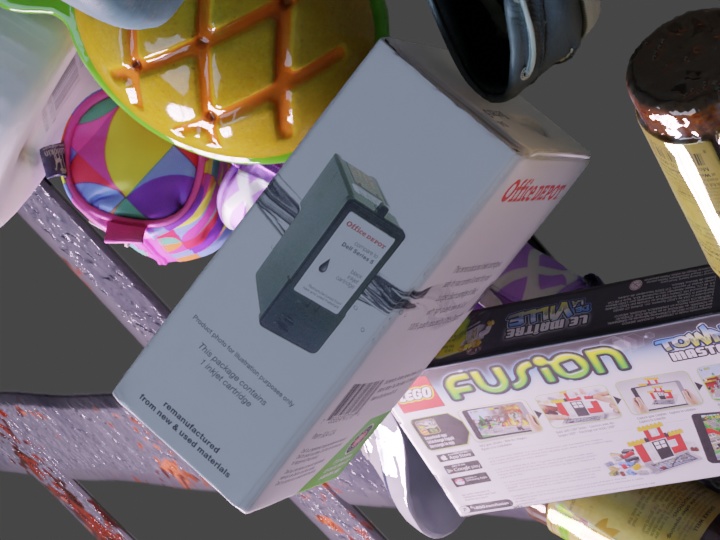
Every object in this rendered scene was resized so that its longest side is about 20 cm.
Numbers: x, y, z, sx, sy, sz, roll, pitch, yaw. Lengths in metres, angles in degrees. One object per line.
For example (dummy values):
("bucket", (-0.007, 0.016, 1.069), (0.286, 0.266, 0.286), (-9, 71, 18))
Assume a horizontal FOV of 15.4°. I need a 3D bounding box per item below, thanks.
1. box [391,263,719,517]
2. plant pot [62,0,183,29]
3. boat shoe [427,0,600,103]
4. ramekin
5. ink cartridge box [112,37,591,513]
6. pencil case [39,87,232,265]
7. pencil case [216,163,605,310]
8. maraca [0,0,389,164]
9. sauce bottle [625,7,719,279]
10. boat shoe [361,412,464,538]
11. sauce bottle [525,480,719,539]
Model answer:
("box", (0.117, 0.058, 1.268), (0.199, 0.035, 0.110), (-11, 132, 26))
("plant pot", (-0.122, -0.209, 1.068), (0.195, 0.197, 0.200), (27, 165, 28))
("boat shoe", (0.042, -0.149, 1.072), (0.073, 0.062, 0.200), (22, 153, 38))
("ramekin", (-0.185, -0.114, 1.345), (0.097, 0.201, 0.201), (31, 159, 2))
("ink cartridge box", (0.000, 0.000, 1.188), (0.084, 0.200, 0.145), (40, -168, 11))
("pencil case", (-0.110, -0.048, 1.419), (0.088, 0.089, 0.200), (38, 180, 5))
("pencil case", (0.021, -0.007, 1.354), (0.199, 0.084, 0.085), (31, -173, 19))
("maraca", (-0.081, -0.131, 1.228), (0.199, 0.137, 0.107), (33, -162, -4))
("sauce bottle", (0.170, -0.020, 1.111), (0.066, 0.066, 0.200), (20, 150, 42))
("boat shoe", (0.019, 0.073, 1.556), (0.065, 0.073, 0.201), (27, 146, 41))
("sauce bottle", (0.181, 0.149, 1.429), (0.199, 0.065, 0.065), (29, 156, 29))
